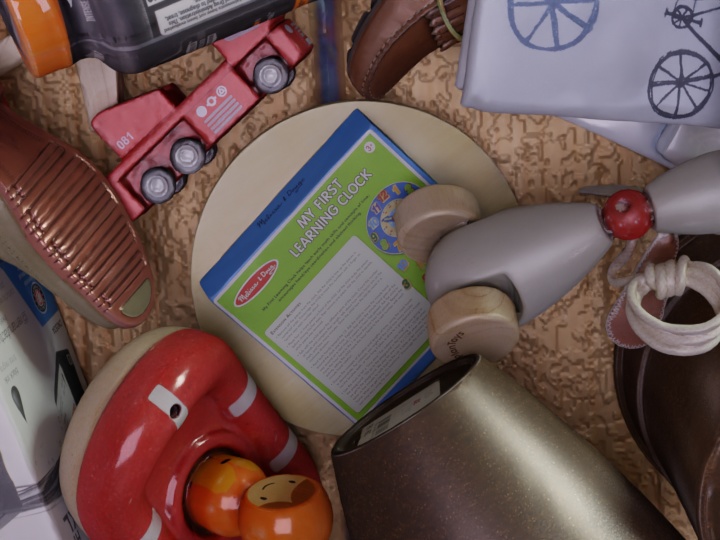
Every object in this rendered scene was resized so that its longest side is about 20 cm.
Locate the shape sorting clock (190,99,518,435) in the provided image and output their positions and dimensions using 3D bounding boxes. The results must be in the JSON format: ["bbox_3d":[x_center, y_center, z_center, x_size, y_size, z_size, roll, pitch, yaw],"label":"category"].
[{"bbox_3d":[0.000,0.000,0.929,0.198,0.039,0.202,-2,108,-7],"label":"shape sorting clock"}]

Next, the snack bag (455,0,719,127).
[{"bbox_3d":[0.158,-0.168,0.818,0.198,0.021,0.190,5,109,-6],"label":"snack bag"}]

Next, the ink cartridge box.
[{"bbox_3d":[-0.204,0.102,0.907,0.083,0.145,0.202,-18,101,6],"label":"ink cartridge box"}]

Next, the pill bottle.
[{"bbox_3d":[-0.092,-0.169,0.823,0.199,0.106,0.107,-24,101,-12],"label":"pill bottle"}]

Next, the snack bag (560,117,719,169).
[{"bbox_3d":[0.207,-0.145,0.898,0.199,0.021,0.190,24,103,-3],"label":"snack bag"}]

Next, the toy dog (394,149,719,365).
[{"bbox_3d":[0.117,0.000,0.872,0.198,0.096,0.133,2,62,19],"label":"toy dog"}]

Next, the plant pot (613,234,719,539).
[{"bbox_3d":[0.240,0.083,0.846,0.198,0.198,0.202,2,108,5],"label":"plant pot"}]

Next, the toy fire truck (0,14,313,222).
[{"bbox_3d":[-0.141,-0.108,0.908,0.200,0.049,0.141,-43,96,9],"label":"toy fire truck"}]

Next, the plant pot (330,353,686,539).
[{"bbox_3d":[0.075,0.152,0.818,0.186,0.187,0.201,-33,95,9],"label":"plant pot"}]

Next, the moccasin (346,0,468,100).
[{"bbox_3d":[0.079,-0.158,0.873,0.201,0.074,0.078,-35,80,5],"label":"moccasin"}]

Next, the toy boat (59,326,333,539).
[{"bbox_3d":[-0.070,0.124,0.875,0.131,0.130,0.201,-56,135,-25],"label":"toy boat"}]

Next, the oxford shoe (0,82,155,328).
[{"bbox_3d":[-0.195,-0.039,0.877,0.074,0.071,0.200,-35,100,36],"label":"oxford shoe"}]
